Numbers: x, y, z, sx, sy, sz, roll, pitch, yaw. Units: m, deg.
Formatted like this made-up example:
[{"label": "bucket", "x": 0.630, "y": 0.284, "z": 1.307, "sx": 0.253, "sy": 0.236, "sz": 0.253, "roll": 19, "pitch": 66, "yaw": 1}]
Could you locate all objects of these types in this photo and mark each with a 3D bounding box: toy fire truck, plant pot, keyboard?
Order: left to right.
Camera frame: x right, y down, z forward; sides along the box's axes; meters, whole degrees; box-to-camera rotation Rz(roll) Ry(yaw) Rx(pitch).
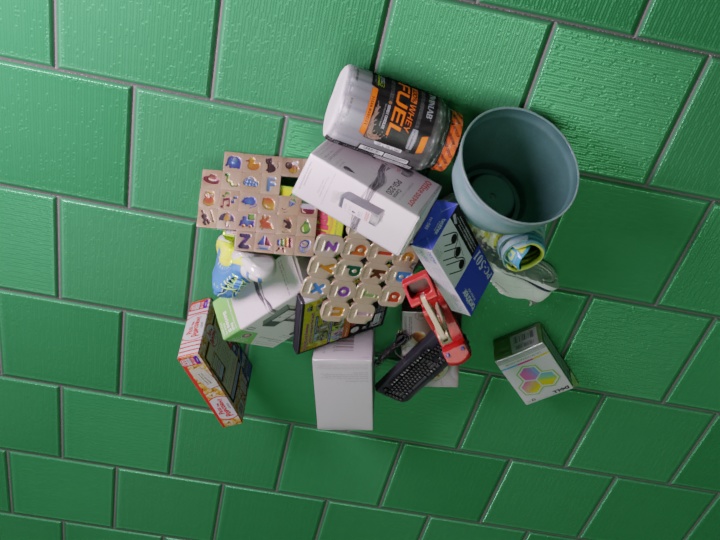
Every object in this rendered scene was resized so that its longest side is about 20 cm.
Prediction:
[{"label": "keyboard", "x": 0.092, "y": 0.175, "z": 1.713, "sx": 0.127, "sy": 0.021, "sz": 0.200, "roll": 29, "pitch": 126, "yaw": -18}, {"label": "toy fire truck", "x": 0.136, "y": 0.085, "z": 1.569, "sx": 0.048, "sy": 0.141, "sz": 0.201, "roll": -25, "pitch": 101, "yaw": 10}, {"label": "plant pot", "x": 0.229, "y": -0.139, "z": 1.453, "sx": 0.199, "sy": 0.202, "sz": 0.134, "roll": 15, "pitch": 155, "yaw": -10}]

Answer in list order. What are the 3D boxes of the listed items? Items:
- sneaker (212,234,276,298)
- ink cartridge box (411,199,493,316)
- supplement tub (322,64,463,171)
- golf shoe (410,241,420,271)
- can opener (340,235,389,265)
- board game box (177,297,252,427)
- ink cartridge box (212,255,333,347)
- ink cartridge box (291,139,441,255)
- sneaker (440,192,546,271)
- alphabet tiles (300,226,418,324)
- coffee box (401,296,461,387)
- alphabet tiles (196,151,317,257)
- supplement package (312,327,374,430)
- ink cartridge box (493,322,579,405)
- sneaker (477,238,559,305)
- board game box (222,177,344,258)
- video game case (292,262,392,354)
[{"label": "sneaker", "x": -0.203, "y": 0.010, "z": 1.557, "sx": 0.075, "sy": 0.200, "sz": 0.106, "roll": 11, "pitch": 102, "yaw": -26}, {"label": "ink cartridge box", "x": 0.157, "y": -0.018, "z": 1.506, "sx": 0.044, "sy": 0.094, "sz": 0.200, "roll": 16, "pitch": 156, "yaw": 36}, {"label": "supplement tub", "x": 0.050, "y": -0.231, "z": 1.411, "sx": 0.199, "sy": 0.123, "sz": 0.123, "roll": 17, "pitch": 129, "yaw": -12}, {"label": "golf shoe", "x": 0.084, "y": -0.078, "z": 1.562, "sx": 0.076, "sy": 0.088, "sz": 0.201, "roll": -2, "pitch": 129, "yaw": 6}, {"label": "can opener", "x": -0.036, "y": -0.047, "z": 1.598, "sx": 0.199, "sy": 0.064, "sz": 0.079, "roll": 29, "pitch": 126, "yaw": -10}, {"label": "board game box", "x": -0.276, "y": 0.178, "z": 1.750, "sx": 0.046, "sy": 0.152, "sz": 0.201, "roll": -14, "pitch": 127, "yaw": 14}, {"label": "ink cartridge box", "x": -0.143, "y": 0.055, "z": 1.648, "sx": 0.199, "sy": 0.085, "sz": 0.145, "roll": -32, "pitch": 154, "yaw": 26}, {"label": "ink cartridge box", "x": 0.014, "y": -0.127, "z": 1.445, "sx": 0.199, "sy": 0.146, "sz": 0.085, "roll": 32, "pitch": 122, "yaw": 3}, {"label": "sneaker", "x": 0.226, "y": -0.064, "z": 1.537, "sx": 0.198, "sy": 0.131, "sz": 0.080, "roll": 9, "pitch": 132, "yaw": -4}, {"label": "alphabet tiles", "x": 0.000, "y": 0.000, "z": 1.524, "sx": 0.194, "sy": 0.015, "sz": 0.201, "roll": 6, "pitch": 117, "yaw": -26}, {"label": "coffee box", "x": 0.134, "y": 0.126, "z": 1.733, "sx": 0.113, "sy": 0.080, "sz": 0.201, "roll": 1, "pitch": 130, "yaw": 2}, {"label": "alphabet tiles", "x": -0.169, "y": -0.112, "z": 1.513, "sx": 0.198, "sy": 0.169, "sz": 0.008, "roll": 5, "pitch": 169, "yaw": -1}, {"label": "supplement package", "x": -0.030, "y": 0.206, "z": 1.784, "sx": 0.116, "sy": 0.117, "sz": 0.201, "roll": 0, "pitch": 129, "yaw": 2}, {"label": "ink cartridge box", "x": 0.353, "y": 0.203, "z": 1.801, "sx": 0.103, "sy": 0.060, "sz": 0.200, "roll": -24, "pitch": 125, "yaw": 21}, {"label": "sneaker", "x": 0.260, "y": 0.005, "z": 1.636, "sx": 0.199, "sy": 0.077, "sz": 0.081, "roll": 27, "pitch": 136, "yaw": -17}, {"label": "board game box", "x": -0.125, "y": -0.089, "z": 1.541, "sx": 0.198, "sy": 0.102, "sz": 0.048, "roll": 9, "pitch": 172, "yaw": 0}, {"label": "video game case", "x": -0.032, "y": 0.072, "z": 1.635, "sx": 0.179, "sy": 0.026, "sz": 0.200, "roll": -18, "pitch": 153, "yaw": -17}]
